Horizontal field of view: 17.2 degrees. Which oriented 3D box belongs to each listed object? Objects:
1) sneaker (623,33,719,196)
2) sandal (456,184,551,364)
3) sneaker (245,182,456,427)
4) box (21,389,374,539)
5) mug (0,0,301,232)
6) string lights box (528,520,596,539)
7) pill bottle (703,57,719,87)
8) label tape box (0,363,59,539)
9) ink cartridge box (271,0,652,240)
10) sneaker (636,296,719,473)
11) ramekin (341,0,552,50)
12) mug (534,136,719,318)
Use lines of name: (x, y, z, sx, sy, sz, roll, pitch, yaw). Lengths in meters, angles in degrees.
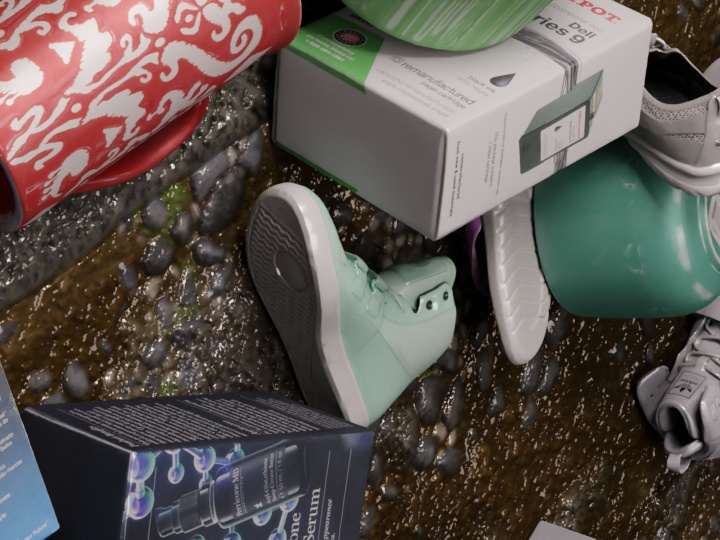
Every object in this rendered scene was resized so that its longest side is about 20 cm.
sneaker: (0.183, -0.131, 1.581, 0.075, 0.200, 0.082, -30, 137, -30)
sandal: (0.090, -0.037, 1.628, 0.082, 0.050, 0.204, -23, 108, -57)
sneaker: (0.000, 0.000, 1.519, 0.118, 0.074, 0.201, -39, 136, -24)
box: (-0.104, 0.159, 1.435, 0.199, 0.107, 0.149, -2, 103, -45)
mug: (-0.139, -0.105, 1.311, 0.200, 0.133, 0.178, -42, 126, -26)
string lights box: (0.175, 0.287, 1.793, 0.103, 0.059, 0.200, -56, 134, -18)
pill bottle: (0.356, -0.130, 1.820, 0.200, 0.119, 0.120, -21, 116, -40)
label tape box: (-0.260, 0.090, 1.285, 0.144, 0.063, 0.201, -35, 124, -34)
ink cartridge box: (0.065, -0.118, 1.494, 0.200, 0.146, 0.084, -30, 138, -38)
sneaker: (0.274, 0.059, 1.819, 0.115, 0.075, 0.201, -17, 116, -45)
ramekin: (0.053, -0.230, 1.431, 0.199, 0.098, 0.201, 14, 55, -21)
mug: (0.211, -0.047, 1.674, 0.185, 0.114, 0.153, -28, 113, -57)
